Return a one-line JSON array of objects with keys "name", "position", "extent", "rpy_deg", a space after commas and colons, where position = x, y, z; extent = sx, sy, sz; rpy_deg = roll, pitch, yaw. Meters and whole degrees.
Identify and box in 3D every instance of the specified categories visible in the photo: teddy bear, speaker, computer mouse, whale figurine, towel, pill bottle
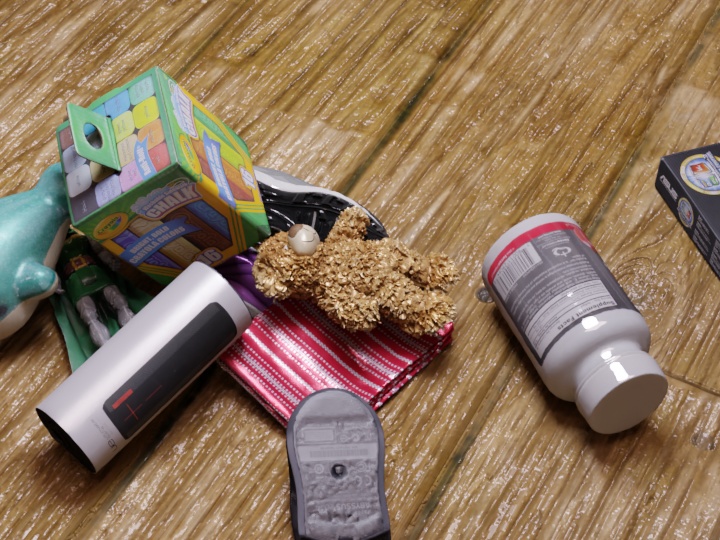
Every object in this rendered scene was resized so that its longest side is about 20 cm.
[{"name": "teddy bear", "position": [0.000, 0.000, 1.489], "extent": [0.199, 0.067, 0.145], "rpy_deg": [26, 53, 7]}, {"name": "speaker", "position": [-0.193, 0.086, 1.416], "extent": [0.081, 0.081, 0.200], "rpy_deg": [36, 68, 26]}, {"name": "computer mouse", "position": [-0.026, 0.201, 1.372], "extent": [0.137, 0.053, 0.202], "rpy_deg": [2, 62, -5]}, {"name": "whale figurine", "position": [-0.339, -0.028, 1.488], "extent": [0.200, 0.104, 0.159], "rpy_deg": [-47, 49, -9]}, {"name": "towel", "position": [-0.021, 0.068, 1.493], "extent": [0.144, 0.023, 0.200], "rpy_deg": [41, 57, 15]}, {"name": "pill bottle", "position": [0.202, 0.051, 1.481], "extent": [0.110, 0.111, 0.201], "rpy_deg": [-16, 51, -17]}]

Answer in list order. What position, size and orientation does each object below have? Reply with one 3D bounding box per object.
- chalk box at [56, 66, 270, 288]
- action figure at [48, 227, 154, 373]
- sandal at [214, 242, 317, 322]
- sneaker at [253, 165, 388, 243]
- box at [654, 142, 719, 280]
[{"name": "chalk box", "position": [-0.195, -0.093, 1.467], "extent": [0.123, 0.200, 0.126], "rpy_deg": [-28, 55, 17]}, {"name": "action figure", "position": [-0.261, 0.016, 1.526], "extent": [0.117, 0.055, 0.200], "rpy_deg": [-24, 49, -19]}, {"name": "sandal", "position": [-0.125, -0.008, 1.554], "extent": [0.201, 0.050, 0.083], "rpy_deg": [25, 51, 17]}, {"name": "sneaker", "position": [-0.062, -0.064, 1.598], "extent": [0.199, 0.074, 0.079], "rpy_deg": [21, 22, 6]}, {"name": "box", "position": [0.421, -0.054, 1.636], "extent": [0.159, 0.044, 0.201], "rpy_deg": [-13, 50, -16]}]
